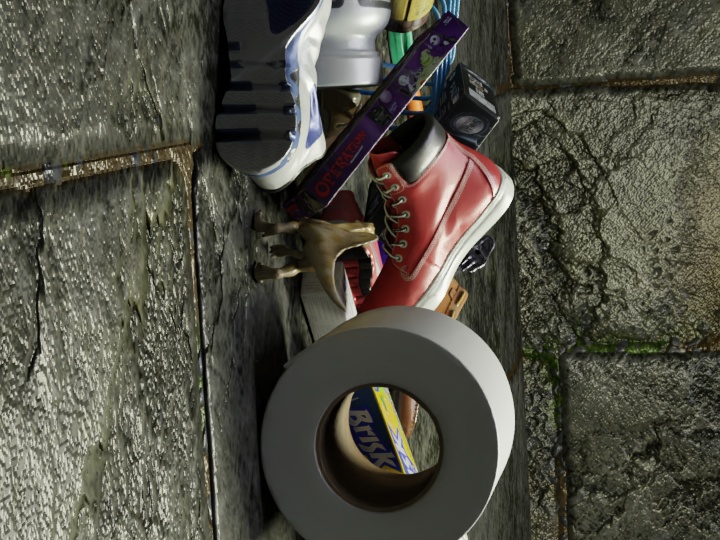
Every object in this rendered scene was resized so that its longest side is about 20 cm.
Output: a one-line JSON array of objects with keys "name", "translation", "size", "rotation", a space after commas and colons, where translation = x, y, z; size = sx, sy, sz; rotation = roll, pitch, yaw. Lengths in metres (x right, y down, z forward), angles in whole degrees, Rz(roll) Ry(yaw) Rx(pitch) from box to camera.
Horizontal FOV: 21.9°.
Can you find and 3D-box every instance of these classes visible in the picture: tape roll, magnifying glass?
[{"name": "tape roll", "translation": [0.026, 0.137, 1.580], "size": [0.139, 0.201, 0.204], "rotation": [-27, 114, -78]}, {"name": "magnifying glass", "translation": [0.058, -0.251, 2.332], "size": [0.201, 0.022, 0.080], "rotation": [73, 17, -48]}]

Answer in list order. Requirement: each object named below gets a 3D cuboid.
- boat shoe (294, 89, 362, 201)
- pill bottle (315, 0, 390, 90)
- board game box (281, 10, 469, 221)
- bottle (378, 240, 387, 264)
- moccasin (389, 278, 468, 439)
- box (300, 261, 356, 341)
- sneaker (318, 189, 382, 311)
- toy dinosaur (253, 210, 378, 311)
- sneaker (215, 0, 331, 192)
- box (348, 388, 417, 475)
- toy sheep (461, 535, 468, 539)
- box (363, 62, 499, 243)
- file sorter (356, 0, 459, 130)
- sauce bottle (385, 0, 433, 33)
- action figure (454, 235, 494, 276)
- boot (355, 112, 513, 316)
[{"name": "boat shoe", "translation": [-0.032, -0.155, 1.683], "size": [0.074, 0.066, 0.202], "rotation": [-55, 141, -73]}, {"name": "pill bottle", "translation": [-0.032, -0.255, 1.573], "size": [0.116, 0.115, 0.202], "rotation": [-20, 108, -79]}, {"name": "board game box", "translation": [0.011, -0.131, 1.608], "size": [0.200, 0.032, 0.120], "rotation": [-52, -178, -12]}, {"name": "bottle", "translation": [0.024, 0.054, 1.952], "size": [0.084, 0.065, 0.201], "rotation": [71, 19, -58]}, {"name": "moccasin", "translation": [0.066, 0.088, 1.868], "size": [0.074, 0.077, 0.202], "rotation": [-53, -166, 43]}, {"name": "box", "translation": [-0.019, 0.068, 1.784], "size": [0.201, 0.041, 0.039], "rotation": [74, 16, -50]}, {"name": "sneaker", "translation": [0.000, 0.000, 1.817], "size": [0.201, 0.073, 0.087], "rotation": [76, 14, -50]}, {"name": "toy dinosaur", "translation": [-0.037, -0.020, 1.537], "size": [0.200, 0.100, 0.059], "rotation": [-59, 146, -72]}, {"name": "sneaker", "translation": [-0.068, -0.148, 1.495], "size": [0.115, 0.080, 0.201], "rotation": [72, 26, -67]}, {"name": "box", "translation": [0.009, 0.168, 1.697], "size": [0.070, 0.064, 0.201], "rotation": [-1, 71, -79]}, {"name": "toy sheep", "translation": [0.042, 0.274, 1.801], "size": [0.200, 0.137, 0.139], "rotation": [-74, 159, -57]}, {"name": "box", "translation": [0.067, -0.113, 1.801], "size": [0.161, 0.043, 0.200], "rotation": [-53, -173, 12]}, {"name": "file sorter", "translation": [0.026, -0.231, 1.817], "size": [0.200, 0.122, 0.140], "rotation": [-69, 163, -64]}, {"name": "sauce bottle", "translation": [0.048, -0.292, 1.611], "size": [0.200, 0.064, 0.065], "rotation": [107, -10, -54]}, {"name": "action figure", "translation": [0.061, 0.000, 2.074], "size": [0.200, 0.102, 0.119], "rotation": [-43, -110, 52]}, {"name": "boot", "translation": [0.029, -0.039, 1.663], "size": [0.144, 0.201, 0.072], "rotation": [33, 5, -38]}]
